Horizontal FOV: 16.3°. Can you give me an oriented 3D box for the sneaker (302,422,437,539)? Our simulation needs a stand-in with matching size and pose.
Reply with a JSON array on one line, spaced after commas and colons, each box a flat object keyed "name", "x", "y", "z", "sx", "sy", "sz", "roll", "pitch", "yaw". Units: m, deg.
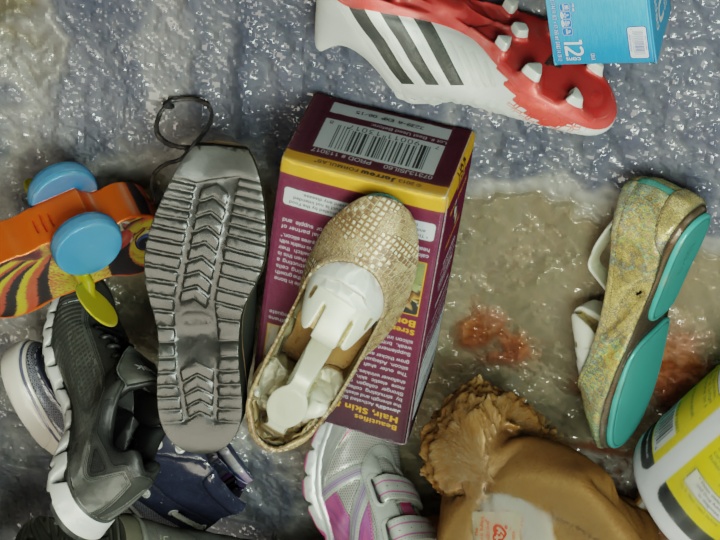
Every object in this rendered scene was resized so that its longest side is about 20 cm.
[{"name": "sneaker", "x": 0.019, "y": 0.179, "z": 1.700, "sx": 0.088, "sy": 0.081, "sz": 0.201, "roll": -6, "pitch": 85, "yaw": 37}]

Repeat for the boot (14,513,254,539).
[{"name": "boot", "x": -0.123, "y": 0.212, "z": 1.762, "sx": 0.199, "sy": 0.073, "sz": 0.181, "roll": 8, "pitch": 169, "yaw": -39}]

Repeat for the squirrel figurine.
[{"name": "squirrel figurine", "x": 0.127, "y": 0.155, "z": 1.653, "sx": 0.142, "sy": 0.186, "sz": 0.200, "roll": -44, "pitch": 67, "yaw": 22}]

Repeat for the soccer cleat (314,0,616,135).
[{"name": "soccer cleat", "x": 0.062, "y": -0.128, "z": 1.533, "sx": 0.199, "sy": 0.069, "sz": 0.085, "roll": 27, "pitch": 136, "yaw": 3}]

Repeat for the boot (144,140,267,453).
[{"name": "boot", "x": -0.097, "y": 0.003, "z": 1.650, "sx": 0.077, "sy": 0.138, "sz": 0.201, "roll": 10, "pitch": 106, "yaw": 2}]

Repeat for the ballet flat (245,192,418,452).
[{"name": "ballet flat", "x": -0.019, "y": 0.041, "z": 1.563, "sx": 0.070, "sy": 0.065, "sz": 0.201, "roll": 24, "pitch": 127, "yaw": 1}]

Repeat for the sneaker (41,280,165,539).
[{"name": "sneaker", "x": -0.162, "y": 0.078, "z": 1.672, "sx": 0.090, "sy": 0.201, "sz": 0.066, "roll": -31, "pitch": 136, "yaw": 30}]

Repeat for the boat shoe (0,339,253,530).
[{"name": "boat shoe", "x": -0.159, "y": 0.110, "z": 1.766, "sx": 0.092, "sy": 0.075, "sz": 0.200, "roll": -25, "pitch": 122, "yaw": 26}]

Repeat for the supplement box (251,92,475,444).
[{"name": "supplement box", "x": 0.000, "y": 0.000, "z": 1.623, "sx": 0.110, "sy": 0.086, "sz": 0.201, "roll": 14, "pitch": 126, "yaw": 8}]

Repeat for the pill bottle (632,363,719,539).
[{"name": "pill bottle", "x": 0.273, "y": 0.092, "z": 1.581, "sx": 0.114, "sy": 0.114, "sz": 0.200, "roll": 37, "pitch": 127, "yaw": -9}]

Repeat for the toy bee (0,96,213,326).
[{"name": "toy bee", "x": -0.170, "y": -0.016, "z": 1.657, "sx": 0.199, "sy": 0.131, "sz": 0.109, "roll": -14, "pitch": 143, "yaw": 14}]

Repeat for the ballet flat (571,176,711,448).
[{"name": "ballet flat", "x": 0.169, "y": 0.023, "z": 1.605, "sx": 0.070, "sy": 0.071, "sz": 0.201, "roll": 18, "pitch": 127, "yaw": 6}]

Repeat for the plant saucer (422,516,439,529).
[{"name": "plant saucer", "x": 0.076, "y": 0.251, "z": 1.802, "sx": 0.199, "sy": 0.038, "sz": 0.201, "roll": 9, "pitch": 126, "yaw": 13}]

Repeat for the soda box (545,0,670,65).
[{"name": "soda box", "x": 0.135, "y": -0.221, "z": 1.440, "sx": 0.064, "sy": 0.068, "sz": 0.201, "roll": 1, "pitch": 123, "yaw": 17}]
